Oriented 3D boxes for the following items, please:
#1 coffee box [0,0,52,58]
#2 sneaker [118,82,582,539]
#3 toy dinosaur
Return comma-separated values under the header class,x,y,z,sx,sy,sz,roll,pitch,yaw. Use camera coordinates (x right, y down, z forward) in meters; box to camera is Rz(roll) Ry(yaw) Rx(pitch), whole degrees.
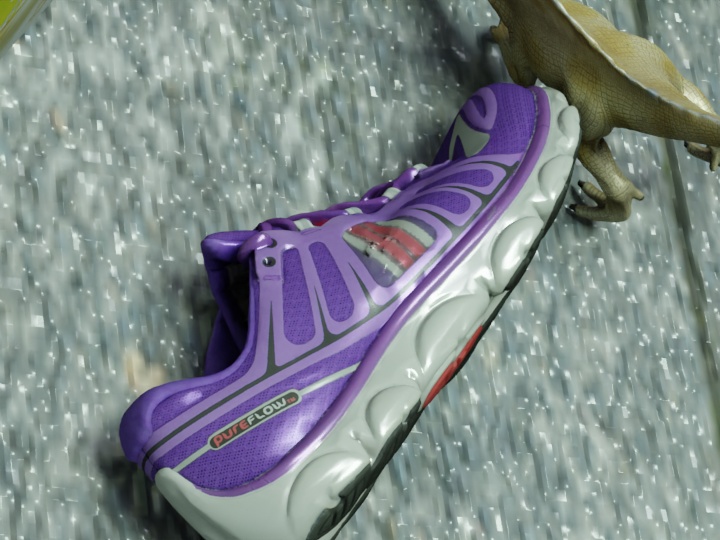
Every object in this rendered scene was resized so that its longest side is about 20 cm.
class,x,y,z,sx,sy,sz,roll,pitch,yaw
coffee box,-0.162,-0.143,0.754,0.200,0.200,0.198,38,50,-4
sneaker,0.000,0.000,0.845,0.083,0.081,0.200,36,49,4
toy dinosaur,0.080,-0.059,0.901,0.058,0.101,0.200,-43,50,-5
